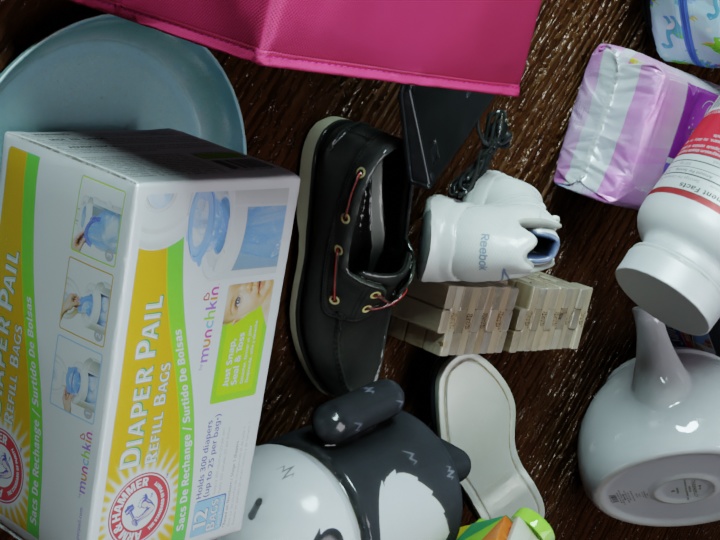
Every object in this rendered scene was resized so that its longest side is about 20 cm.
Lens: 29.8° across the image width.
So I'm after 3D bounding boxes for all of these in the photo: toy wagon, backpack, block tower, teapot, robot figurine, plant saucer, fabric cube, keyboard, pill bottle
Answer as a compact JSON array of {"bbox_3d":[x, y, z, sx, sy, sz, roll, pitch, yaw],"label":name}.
[{"bbox_3d":[0.047,0.231,0.945,0.155,0.200,0.040,-40,91,-25],"label":"toy wagon"},{"bbox_3d":[0.282,-0.254,1.064,0.163,0.154,0.200,-57,159,-47],"label":"backpack"},{"bbox_3d":[0.100,0.030,1.033,0.200,0.058,0.054,3,105,-50],"label":"block tower"},{"bbox_3d":[0.290,0.139,1.248,0.197,0.200,0.146,15,52,-21],"label":"teapot"},{"bbox_3d":[-0.011,0.161,0.900,0.200,0.125,0.150,-13,81,-48],"label":"robot figurine"},{"bbox_3d":[-0.142,-0.040,0.725,0.200,0.027,0.200,-25,125,-42],"label":"plant saucer"},{"bbox_3d":[-0.027,-0.208,0.644,0.196,0.200,0.200,-5,112,-51],"label":"fabric cube"},{"bbox_3d":[0.071,-0.115,0.907,0.200,0.021,0.127,-54,138,-48],"label":"keyboard"},{"bbox_3d":[0.289,-0.053,1.057,0.200,0.112,0.112,-53,140,-12],"label":"pill bottle"}]

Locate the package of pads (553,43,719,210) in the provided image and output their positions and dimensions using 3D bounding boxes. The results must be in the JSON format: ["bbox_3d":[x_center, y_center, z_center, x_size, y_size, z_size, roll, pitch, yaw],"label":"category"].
[{"bbox_3d":[0.248,-0.109,1.130,0.200,0.076,0.121,6,107,-51],"label":"package of pads"}]

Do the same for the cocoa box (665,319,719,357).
[{"bbox_3d":[0.371,-0.016,1.281,0.200,0.131,0.133,-54,140,-18],"label":"cocoa box"}]

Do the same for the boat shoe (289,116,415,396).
[{"bbox_3d":[-0.002,0.001,0.890,0.074,0.063,0.202,-27,128,-45],"label":"boat shoe"}]

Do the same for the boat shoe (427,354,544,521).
[{"bbox_3d":[0.091,0.135,1.064,0.075,0.062,0.200,-38,126,-12],"label":"boat shoe"}]

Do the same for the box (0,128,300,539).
[{"bbox_3d":[-0.117,0.037,0.685,0.112,0.101,0.200,-8,113,-49],"label":"box"}]

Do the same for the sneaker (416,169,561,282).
[{"bbox_3d":[0.104,-0.023,0.964,0.200,0.087,0.075,-34,132,-65],"label":"sneaker"}]
